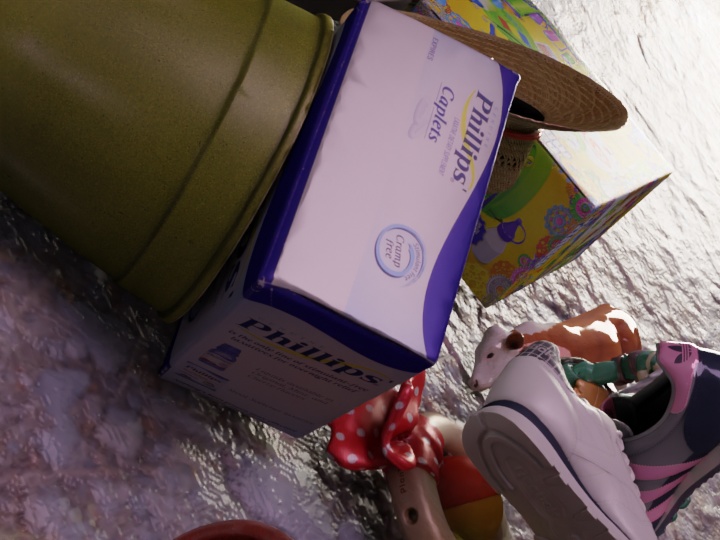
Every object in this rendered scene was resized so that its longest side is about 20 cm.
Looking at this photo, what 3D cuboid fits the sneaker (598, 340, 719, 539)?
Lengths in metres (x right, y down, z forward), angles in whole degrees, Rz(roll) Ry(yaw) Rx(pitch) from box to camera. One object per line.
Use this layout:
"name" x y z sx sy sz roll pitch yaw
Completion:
"sneaker" 0.177 0.123 0.849 0.081 0.201 0.070 28 29 -7

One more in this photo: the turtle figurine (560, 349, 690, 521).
"turtle figurine" 0.171 0.107 0.926 0.199 0.150 0.101 26 20 -34

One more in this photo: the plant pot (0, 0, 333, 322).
"plant pot" -0.147 -0.105 0.733 0.192 0.200 0.202 29 44 -15

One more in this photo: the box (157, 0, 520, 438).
"box" -0.017 -0.022 0.746 0.104 0.200 0.186 26 64 -15

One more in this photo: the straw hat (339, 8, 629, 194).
"straw hat" 0.070 -0.098 0.857 0.199 0.086 0.202 16 23 -7

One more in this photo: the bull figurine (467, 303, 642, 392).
"bull figurine" 0.170 0.087 1.038 0.199 0.065 0.123 -16 87 -44

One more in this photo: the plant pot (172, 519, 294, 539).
"plant pot" -0.023 0.252 0.616 0.195 0.199 0.203 38 41 -35

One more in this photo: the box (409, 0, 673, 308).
"box" 0.115 -0.104 1.022 0.201 0.122 0.192 52 31 11

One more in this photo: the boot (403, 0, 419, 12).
"boot" 0.015 -0.262 1.092 0.198 0.073 0.155 26 7 13

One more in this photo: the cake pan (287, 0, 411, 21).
"cake pan" -0.029 -0.254 0.942 0.198 0.037 0.202 14 48 -16

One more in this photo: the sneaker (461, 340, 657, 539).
"sneaker" 0.145 0.138 0.798 0.201 0.076 0.081 57 46 -20

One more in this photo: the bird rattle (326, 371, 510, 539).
"bird rattle" 0.046 0.154 0.853 0.202 0.112 0.163 62 19 17
